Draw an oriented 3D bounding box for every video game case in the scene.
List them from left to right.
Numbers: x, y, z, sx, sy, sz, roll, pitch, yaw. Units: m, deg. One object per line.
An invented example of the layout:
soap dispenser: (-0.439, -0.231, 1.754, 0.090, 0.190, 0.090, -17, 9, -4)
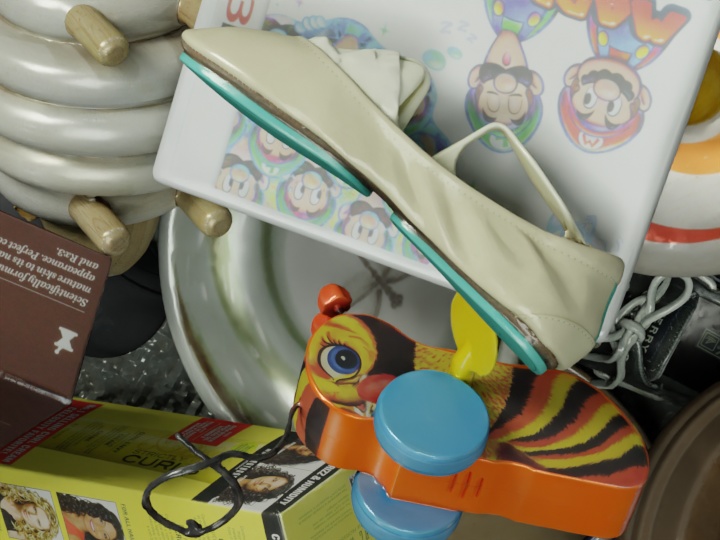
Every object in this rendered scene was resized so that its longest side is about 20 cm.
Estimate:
video game case: (0.034, -0.086, 1.116, 0.199, 0.024, 0.183, 20, 111, 4)

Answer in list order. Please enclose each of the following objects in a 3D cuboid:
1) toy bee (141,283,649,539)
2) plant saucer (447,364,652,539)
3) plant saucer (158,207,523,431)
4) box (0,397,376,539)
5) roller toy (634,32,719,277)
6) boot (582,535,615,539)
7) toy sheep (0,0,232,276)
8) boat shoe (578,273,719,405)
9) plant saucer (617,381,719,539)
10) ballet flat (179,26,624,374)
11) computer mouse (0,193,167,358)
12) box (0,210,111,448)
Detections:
toy bee: (0.018, 0.050, 1.155, 0.199, 0.109, 0.131, 19, 133, -27)
plant saucer: (0.049, 0.117, 1.336, 0.199, 0.030, 0.201, 1, 113, 3)
plant saucer: (0.000, 0.000, 1.255, 0.199, 0.050, 0.201, 8, 104, 33)
box: (-0.082, 0.102, 1.264, 0.199, 0.075, 0.050, 6, 118, 41)
roller toy: (0.137, -0.096, 1.180, 0.199, 0.140, 0.183, 20, 113, -5)
boot: (0.180, 0.118, 1.277, 0.200, 0.073, 0.090, -42, 131, 7)
toy sheep: (-0.110, -0.089, 1.207, 0.137, 0.138, 0.201, 8, 118, 1)
boat shoe: (0.126, 0.024, 1.262, 0.199, 0.068, 0.074, 30, 98, -9)
plant saucer: (0.203, 0.137, 1.211, 0.199, 0.029, 0.201, 4, 79, -22)
ballet flat: (0.021, -0.044, 1.092, 0.200, 0.069, 0.070, 41, 110, 0)
computer mouse: (-0.192, -0.013, 1.292, 0.140, 0.046, 0.200, -37, 105, 17)
box: (-0.194, 0.032, 1.229, 0.100, 0.075, 0.200, 24, 157, -19)
